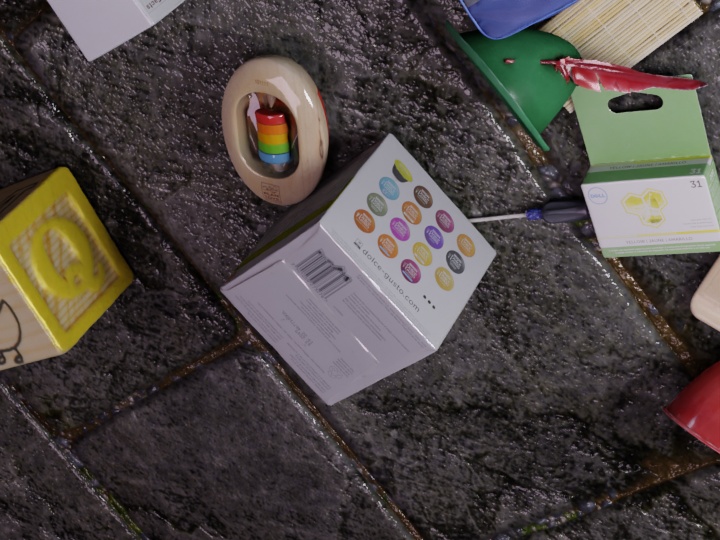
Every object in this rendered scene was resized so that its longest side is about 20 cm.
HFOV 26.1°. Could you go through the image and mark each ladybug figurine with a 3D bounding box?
[{"bbox_3d":[-0.095,-0.170,1.850,0.135,0.072,0.201,14,127,18],"label":"ladybug figurine"}]

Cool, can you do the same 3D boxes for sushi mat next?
[{"bbox_3d":[0.260,-0.253,1.644,0.096,0.012,0.200,46,131,-9],"label":"sushi mat"}]

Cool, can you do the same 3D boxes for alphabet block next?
[{"bbox_3d":[-0.463,0.004,2.088,0.199,0.197,0.196,-16,115,35],"label":"alphabet block"}]

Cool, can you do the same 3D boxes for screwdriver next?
[{"bbox_3d":[0.180,-0.061,1.812,0.199,0.029,0.028,-7,119,31],"label":"screwdriver"}]

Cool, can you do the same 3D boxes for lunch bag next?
[{"bbox_3d":[0.183,-0.329,1.551,0.199,0.132,0.136,-26,108,39],"label":"lunch bag"}]

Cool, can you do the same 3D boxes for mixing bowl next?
[{"bbox_3d":[0.451,0.160,1.740,0.199,0.200,0.109,30,97,6],"label":"mixing bowl"}]

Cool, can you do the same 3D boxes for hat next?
[{"bbox_3d":[0.215,-0.238,1.633,0.176,0.166,0.200,-39,119,7],"label":"hat"}]

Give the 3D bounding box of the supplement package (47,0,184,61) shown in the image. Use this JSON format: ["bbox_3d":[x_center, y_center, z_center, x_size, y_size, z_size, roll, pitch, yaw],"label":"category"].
[{"bbox_3d":[-0.304,-0.367,1.793,0.116,0.117,0.201,-20,111,36],"label":"supplement package"}]

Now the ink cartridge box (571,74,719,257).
[{"bbox_3d":[0.311,-0.109,1.687,0.145,0.048,0.201,-3,128,30],"label":"ink cartridge box"}]

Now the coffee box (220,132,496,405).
[{"bbox_3d":[0.000,0.000,1.834,0.200,0.198,0.200,48,134,-11],"label":"coffee box"}]

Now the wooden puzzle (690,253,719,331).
[{"bbox_3d":[0.484,0.012,1.701,0.184,0.037,0.201,30,127,7],"label":"wooden puzzle"}]
